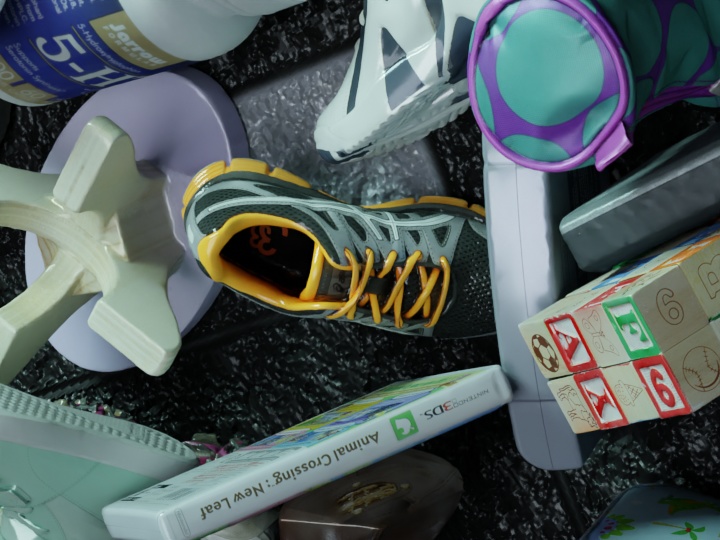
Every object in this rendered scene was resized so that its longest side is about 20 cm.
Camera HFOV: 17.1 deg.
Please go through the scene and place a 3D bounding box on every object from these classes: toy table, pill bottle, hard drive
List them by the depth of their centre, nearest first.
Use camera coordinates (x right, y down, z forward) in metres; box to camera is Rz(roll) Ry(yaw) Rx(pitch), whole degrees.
[{"bbox_3d":[0.202,-0.066,1.106,0.200,0.139,0.033,-28,92,33],"label":"hard drive"},{"bbox_3d":[-0.117,-0.163,1.260,0.199,0.120,0.120,-12,100,38],"label":"pill bottle"},{"bbox_3d":[-0.150,-0.015,1.340,0.183,0.117,0.201,27,117,20],"label":"toy table"}]

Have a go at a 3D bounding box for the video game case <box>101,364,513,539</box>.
[{"bbox_3d":[-0.033,0.095,1.210,0.022,0.181,0.200,68,165,0],"label":"video game case"}]

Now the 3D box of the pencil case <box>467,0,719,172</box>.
[{"bbox_3d":[0.126,-0.103,1.101,0.093,0.200,0.085,51,123,9],"label":"pencil case"}]

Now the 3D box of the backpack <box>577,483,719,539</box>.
[{"bbox_3d":[0.178,0.207,1.186,0.199,0.183,0.148,18,116,18],"label":"backpack"}]

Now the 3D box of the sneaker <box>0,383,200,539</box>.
[{"bbox_3d":[-0.193,0.126,1.292,0.119,0.200,0.074,-66,28,6],"label":"sneaker"}]

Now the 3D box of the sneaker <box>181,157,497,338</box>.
[{"bbox_3d":[0.000,0.000,1.257,0.199,0.077,0.079,11,112,-2],"label":"sneaker"}]

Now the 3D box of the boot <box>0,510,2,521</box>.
[{"bbox_3d":[-0.270,0.200,1.456,0.199,0.155,0.072,-19,96,33],"label":"boot"}]

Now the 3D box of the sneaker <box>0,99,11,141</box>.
[{"bbox_3d":[-0.254,-0.141,1.393,0.086,0.080,0.201,21,108,36],"label":"sneaker"}]

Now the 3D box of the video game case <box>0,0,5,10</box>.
[{"bbox_3d":[-0.222,-0.209,1.276,0.182,0.023,0.201,17,79,45],"label":"video game case"}]

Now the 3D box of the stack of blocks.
[{"bbox_3d":[0.185,-0.002,1.103,0.059,0.200,0.115,61,158,-3],"label":"stack of blocks"}]

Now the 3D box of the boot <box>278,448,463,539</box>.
[{"bbox_3d":[-0.046,0.157,1.263,0.200,0.186,0.064,108,144,-68],"label":"boot"}]

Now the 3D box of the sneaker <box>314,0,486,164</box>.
[{"bbox_3d":[0.023,-0.152,1.223,0.199,0.079,0.130,-44,70,44],"label":"sneaker"}]

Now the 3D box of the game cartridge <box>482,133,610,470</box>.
[{"bbox_3d":[0.097,-0.011,1.189,0.041,0.133,0.201,0,106,23],"label":"game cartridge"}]

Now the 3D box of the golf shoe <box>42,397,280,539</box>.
[{"bbox_3d":[-0.139,0.134,1.409,0.199,0.073,0.093,14,114,25],"label":"golf shoe"}]
